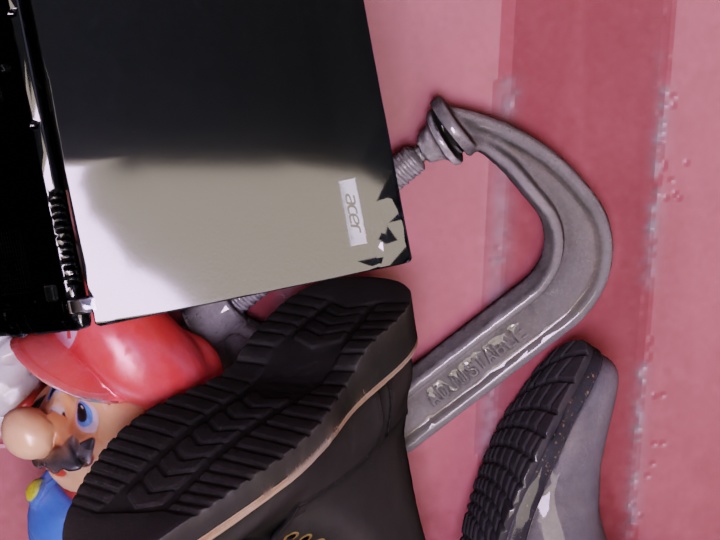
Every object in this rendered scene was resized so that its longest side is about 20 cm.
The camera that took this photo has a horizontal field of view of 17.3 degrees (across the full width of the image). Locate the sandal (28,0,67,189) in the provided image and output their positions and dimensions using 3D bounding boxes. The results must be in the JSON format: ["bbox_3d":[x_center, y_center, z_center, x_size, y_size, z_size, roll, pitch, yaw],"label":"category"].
[{"bbox_3d":[-0.085,-0.104,0.923,0.082,0.055,0.200,42,97,23],"label":"sandal"}]

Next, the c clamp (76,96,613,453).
[{"bbox_3d":[0.000,0.000,0.989,0.199,0.027,0.171,-33,111,6],"label":"c clamp"}]

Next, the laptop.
[{"bbox_3d":[-0.100,-0.072,0.886,0.103,0.199,0.178,-14,95,-43],"label":"laptop"}]

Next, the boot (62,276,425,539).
[{"bbox_3d":[-0.028,0.107,0.924,0.077,0.200,0.139,10,121,35],"label":"boot"}]

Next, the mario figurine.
[{"bbox_3d":[-0.123,0.095,0.962,0.123,0.106,0.201,13,117,7],"label":"mario figurine"}]

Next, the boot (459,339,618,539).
[{"bbox_3d":[0.107,0.141,1.014,0.131,0.070,0.201,19,89,-12],"label":"boot"}]
